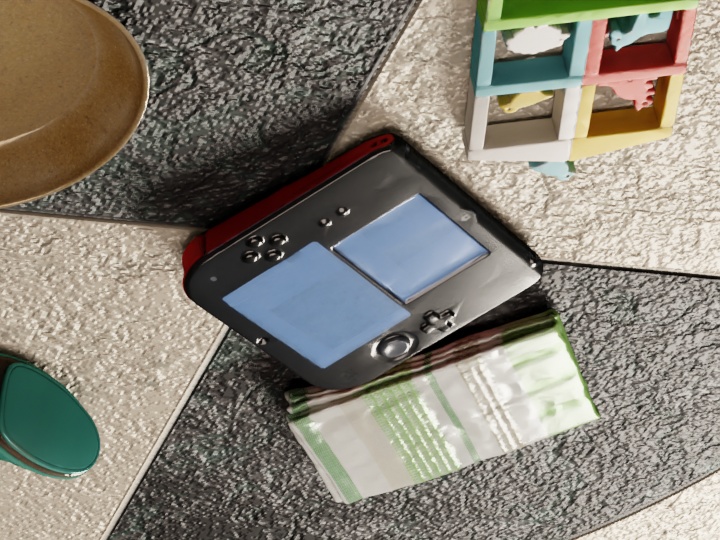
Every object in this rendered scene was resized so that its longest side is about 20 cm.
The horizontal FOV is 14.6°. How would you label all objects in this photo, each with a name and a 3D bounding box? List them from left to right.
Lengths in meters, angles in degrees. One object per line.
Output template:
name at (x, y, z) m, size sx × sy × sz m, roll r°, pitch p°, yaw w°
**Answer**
plant saucer at (-0.219, -0.107, 1.567) m, size 0.200 × 0.035 × 0.200 m, roll -9°, pitch 145°, yaw -6°
ballet flat at (-0.253, 0.082, 1.812) m, size 0.070 × 0.067 × 0.200 m, roll -6°, pitch 154°, yaw 36°
game console at (0.000, 0.000, 1.792) m, size 0.177 × 0.031 × 0.200 m, roll -27°, pitch 143°, yaw 21°
towel at (0.057, 0.094, 1.951) m, size 0.200 × 0.031 × 0.149 m, roll -19°, pitch 147°, yaw 6°
toy zoo at (0.130, -0.122, 1.668) m, size 0.131 × 0.020 × 0.200 m, roll -7°, pitch 145°, yaw -7°
